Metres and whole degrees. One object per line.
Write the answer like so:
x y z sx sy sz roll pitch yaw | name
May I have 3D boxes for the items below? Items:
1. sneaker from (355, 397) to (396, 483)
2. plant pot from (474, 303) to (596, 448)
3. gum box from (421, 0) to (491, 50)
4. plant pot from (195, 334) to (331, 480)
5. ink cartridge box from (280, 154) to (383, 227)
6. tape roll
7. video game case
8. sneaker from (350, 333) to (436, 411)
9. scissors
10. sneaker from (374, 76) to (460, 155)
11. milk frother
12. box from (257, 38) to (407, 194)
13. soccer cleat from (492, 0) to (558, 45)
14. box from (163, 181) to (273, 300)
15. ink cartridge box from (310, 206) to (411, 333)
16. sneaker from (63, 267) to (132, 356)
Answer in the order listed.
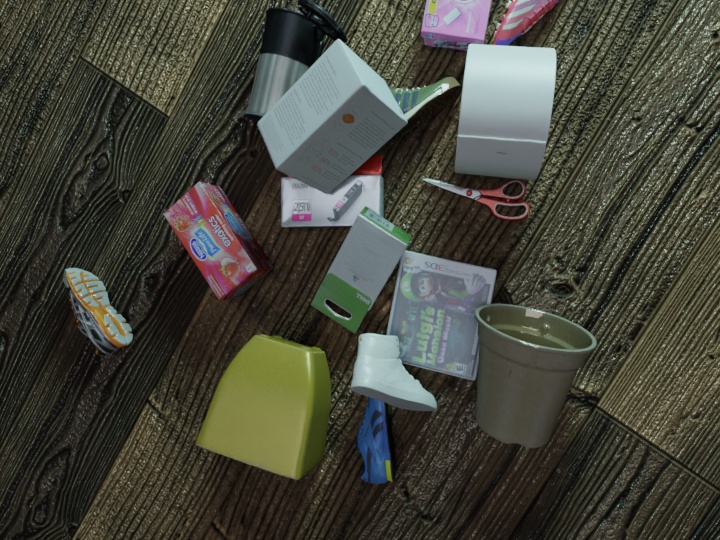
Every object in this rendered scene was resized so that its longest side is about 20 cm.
0.021 0.292 1.040 0.076 0.066 0.207 -3 91 15 | sneaker
0.270 0.179 0.939 0.195 0.200 0.189 12 105 10 | plant pot
0.179 -0.493 0.991 0.110 0.066 0.206 11 93 10 | gum box
-0.149 0.228 1.015 0.190 0.194 0.206 15 85 10 | plant pot
-0.053 -0.171 1.057 0.194 0.044 0.180 0 93 11 | ink cartridge box
0.233 -0.257 0.919 0.135 0.203 0.210 7 92 10 | tape roll
0.144 0.081 1.033 0.176 0.023 0.206 12 94 11 | video game case
0.069 0.177 1.001 0.073 0.198 0.119 -20 52 42 | sneaker
0.208 -0.131 1.020 0.193 0.014 0.076 3 94 9 | scissors
0.078 -0.304 1.015 0.198 0.067 0.091 -35 76 5 | sneaker
-0.114 -0.353 0.986 0.175 0.200 0.194 14 94 6 | milk frother
-0.047 -0.249 0.946 0.199 0.151 0.108 -38 63 21 | box
0.304 -0.464 0.971 0.076 0.067 0.202 34 95 4 | soccer cleat
-0.269 -0.055 1.073 0.099 0.095 0.202 -35 85 10 | box
0.000 0.000 1.025 0.102 0.059 0.203 30 112 1 | ink cartridge box
-0.550 0.085 1.144 0.077 0.078 0.202 -37 83 19 | sneaker
